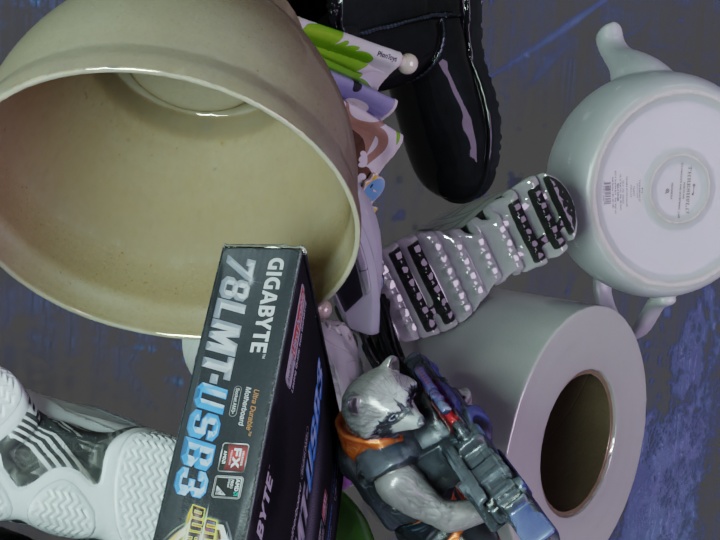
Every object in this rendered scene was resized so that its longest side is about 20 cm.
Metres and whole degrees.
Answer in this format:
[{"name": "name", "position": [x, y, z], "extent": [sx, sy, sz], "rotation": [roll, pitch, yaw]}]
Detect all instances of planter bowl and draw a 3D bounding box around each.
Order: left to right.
[{"name": "planter bowl", "position": [-0.094, -0.076, 0.691], "extent": [0.200, 0.199, 0.135], "rotation": [52, 32, -43]}]

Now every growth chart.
[{"name": "growth chart", "position": [-0.033, -0.059, 0.837], "extent": [0.144, 0.018, 0.201], "rotation": [3, 116, -43]}]

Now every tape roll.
[{"name": "tape roll", "position": [0.107, 0.115, 1.003], "extent": [0.202, 0.139, 0.204], "rotation": [-13, 108, -49]}]

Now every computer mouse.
[{"name": "computer mouse", "position": [0.000, 0.000, 0.822], "extent": [0.044, 0.110, 0.201], "rotation": [-22, 130, 2]}]

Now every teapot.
[{"name": "teapot", "position": [0.233, -0.072, 1.129], "extent": [0.197, 0.146, 0.200], "rotation": [43, 84, -19]}]

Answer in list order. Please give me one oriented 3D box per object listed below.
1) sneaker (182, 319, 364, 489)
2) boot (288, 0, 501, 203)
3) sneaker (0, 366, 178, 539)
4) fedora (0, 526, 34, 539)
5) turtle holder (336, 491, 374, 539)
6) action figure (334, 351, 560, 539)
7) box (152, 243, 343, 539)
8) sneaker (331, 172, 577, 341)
[{"name": "sneaker", "position": [-0.050, 0.056, 0.864], "extent": [0.200, 0.074, 0.100], "rotation": [61, 38, -43]}, {"name": "boot", "position": [0.019, -0.131, 0.897], "extent": [0.162, 0.073, 0.200], "rotation": [-20, 109, -48]}, {"name": "sneaker", "position": [-0.175, 0.097, 0.701], "extent": [0.199, 0.115, 0.076], "rotation": [21, 78, -16]}, {"name": "fedora", "position": [-0.185, 0.195, 0.672], "extent": [0.092, 0.199, 0.202], "rotation": [-82, 164, -67]}, {"name": "turtle holder", "position": [-0.041, 0.215, 0.810], "extent": [0.141, 0.186, 0.132], "rotation": [-33, 144, -16]}, {"name": "action figure", "position": [0.043, 0.139, 0.736], "extent": [0.104, 0.200, 0.194], "rotation": [-27, 109, -5]}, {"name": "box", "position": [-0.049, 0.124, 0.669], "extent": [0.199, 0.049, 0.201], "rotation": [82, 13, -51]}, {"name": "sneaker", "position": [0.062, -0.007, 0.973], "extent": [0.199, 0.081, 0.076], "rotation": [-25, 103, -23]}]
